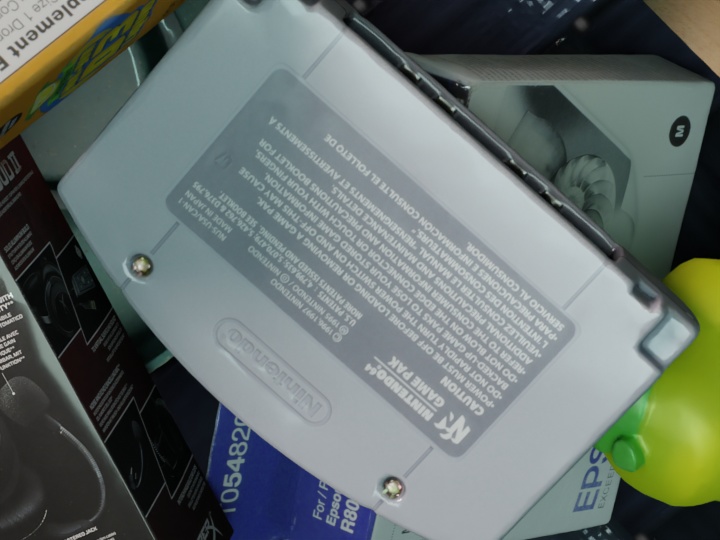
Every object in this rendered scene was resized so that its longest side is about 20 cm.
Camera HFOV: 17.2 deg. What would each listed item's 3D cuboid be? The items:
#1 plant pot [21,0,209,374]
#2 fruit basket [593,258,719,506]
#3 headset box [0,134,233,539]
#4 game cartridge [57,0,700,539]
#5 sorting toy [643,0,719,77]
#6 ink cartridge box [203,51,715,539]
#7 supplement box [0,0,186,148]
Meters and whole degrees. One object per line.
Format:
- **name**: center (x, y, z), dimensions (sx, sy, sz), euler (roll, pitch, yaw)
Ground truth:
- **plant pot**: center (-0.128, -0.063, 0.916), dimensions (0.200, 0.134, 0.200), euler (1, 106, 3)
- **fruit basket**: center (0.168, 0.031, 0.911), dimensions (0.216, 0.156, 0.216), euler (-3, 105, -11)
- **headset box**: center (-0.159, 0.049, 0.839), dimensions (0.149, 0.077, 0.200), euler (-25, 102, 14)
- **game cartridge**: center (0.000, 0.000, 0.826), dimensions (0.200, 0.040, 0.133), euler (42, 104, -2)
- **sorting toy**: center (0.178, -0.163, 0.836), dimensions (0.070, 0.200, 0.199), euler (12, 107, -10)
- **ink cartridge box**: center (0.040, 0.015, 0.912), dimensions (0.200, 0.041, 0.200), euler (-5, 113, -42)
- **supplement box**: center (-0.090, -0.106, 0.777), dimensions (0.200, 0.067, 0.069), euler (-41, 87, -27)
